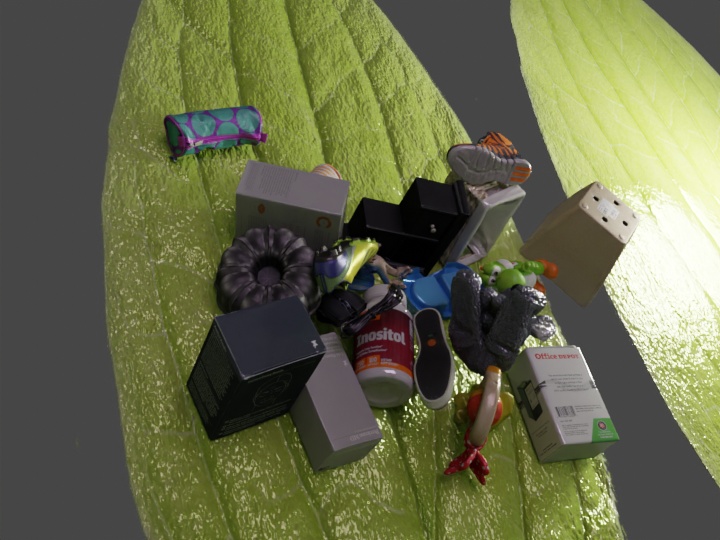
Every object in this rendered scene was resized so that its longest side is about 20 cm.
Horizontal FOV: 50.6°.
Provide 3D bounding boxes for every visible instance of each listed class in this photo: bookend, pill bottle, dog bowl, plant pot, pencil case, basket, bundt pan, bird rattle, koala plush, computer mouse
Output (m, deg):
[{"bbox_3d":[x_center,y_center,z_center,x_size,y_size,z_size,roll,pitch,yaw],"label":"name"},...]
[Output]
[{"bbox_3d":[0.082,-0.097,1.504,0.195,0.201,0.094,10,49,-22],"label":"bookend"},{"bbox_3d":[0.041,0.131,1.359,0.111,0.114,0.203,16,48,-16],"label":"pill bottle"},{"bbox_3d":[0.161,0.049,1.535,0.197,0.050,0.113,-9,60,-33],"label":"dog bowl"},{"bbox_3d":[0.522,-0.079,1.746,0.200,0.178,0.199,42,46,7],"label":"plant pot"},{"bbox_3d":[-0.291,-0.278,1.523,0.197,0.086,0.092,-17,48,-37],"label":"pencil case"},{"bbox_3d":[0.229,-0.119,1.606,0.134,0.202,0.124,-21,61,-38],"label":"basket"},{"bbox_3d":[-0.160,0.009,1.323,0.197,0.076,0.206,1,66,-3],"label":"bundt pan"},{"bbox_3d":[0.202,0.258,1.324,0.111,0.166,0.200,21,34,13],"label":"bird rattle"},{"bbox_3d":[0.272,0.095,1.447,0.175,0.188,0.199,17,14,31],"label":"koala plush"},{"bbox_3d":[-0.008,0.048,1.336,0.139,0.200,0.047,-32,107,-12],"label":"computer mouse"}]

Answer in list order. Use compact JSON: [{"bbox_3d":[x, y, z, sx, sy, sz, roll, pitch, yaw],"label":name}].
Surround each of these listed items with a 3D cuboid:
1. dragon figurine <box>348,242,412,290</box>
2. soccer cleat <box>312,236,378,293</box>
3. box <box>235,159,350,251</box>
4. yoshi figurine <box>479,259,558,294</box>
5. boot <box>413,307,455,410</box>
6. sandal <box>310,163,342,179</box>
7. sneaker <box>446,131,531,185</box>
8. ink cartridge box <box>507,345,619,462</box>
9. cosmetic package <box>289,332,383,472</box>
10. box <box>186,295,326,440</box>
[{"bbox_3d":[0.000,0.000,1.473,0.195,0.101,0.060,-2,44,17],"label":"dragon figurine"},{"bbox_3d":[-0.026,-0.012,1.348,0.063,0.086,0.199,1,12,26],"label":"soccer cleat"},{"bbox_3d":[-0.128,-0.111,1.420,0.195,0.126,0.099,13,47,0],"label":"box"},{"bbox_3d":[0.336,0.025,1.595,0.197,0.111,0.115,2,78,-40],"label":"yoshi figurine"},{"bbox_3d":[0.140,0.187,1.350,0.071,0.146,0.202,-11,42,10],"label":"boot"},{"bbox_3d":[-0.084,-0.162,1.561,0.078,0.060,0.208,31,46,-2],"label":"sandal"},{"bbox_3d":[0.244,-0.233,1.543,0.196,0.078,0.113,10,36,-29],"label":"sneaker"},{"bbox_3d":[0.386,0.254,1.468,0.143,0.084,0.203,3,53,-26],"label":"ink cartridge box"},{"bbox_3d":[-0.056,0.216,1.257,0.105,0.091,0.202,-8,56,-37],"label":"cosmetic package"},{"bbox_3d":[-0.164,0.151,1.170,0.146,0.201,0.108,-13,61,-36],"label":"box"}]
